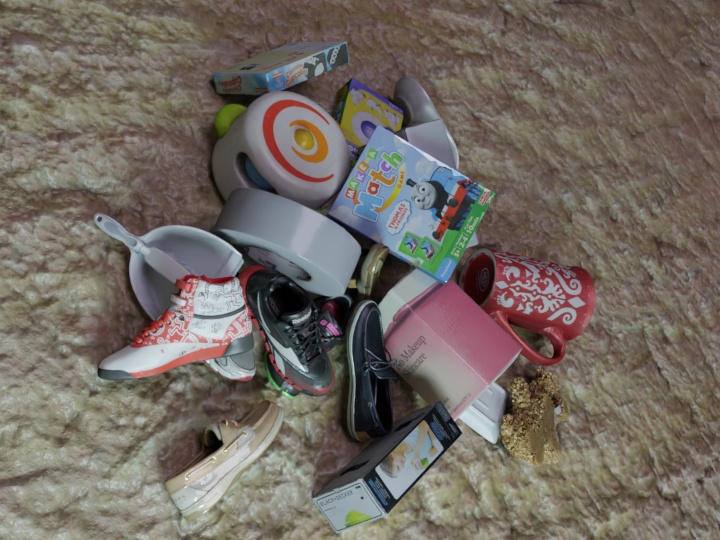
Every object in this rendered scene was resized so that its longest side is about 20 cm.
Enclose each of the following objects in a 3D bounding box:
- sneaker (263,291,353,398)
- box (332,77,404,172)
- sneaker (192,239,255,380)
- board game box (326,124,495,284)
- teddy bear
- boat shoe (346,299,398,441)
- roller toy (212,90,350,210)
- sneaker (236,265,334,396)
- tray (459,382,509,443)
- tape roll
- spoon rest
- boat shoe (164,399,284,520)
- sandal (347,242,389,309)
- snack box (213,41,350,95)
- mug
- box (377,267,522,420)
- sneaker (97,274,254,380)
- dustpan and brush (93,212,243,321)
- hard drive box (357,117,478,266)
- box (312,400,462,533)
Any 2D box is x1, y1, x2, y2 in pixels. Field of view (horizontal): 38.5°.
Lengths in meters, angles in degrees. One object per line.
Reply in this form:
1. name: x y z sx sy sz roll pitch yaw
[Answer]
1. sneaker: -0.071 0.094 1.449 0.077 0.084 0.200 40 47 -12
2. box: 0.003 -0.214 1.714 0.117 0.048 0.201 29 52 -23
3. sneaker: -0.182 0.051 1.377 0.078 0.082 0.201 -2 68 -55
4. board game box: 0.073 -0.095 1.498 0.199 0.037 0.152 29 85 -2
5. teddy bear: 0.280 0.239 1.665 0.145 0.067 0.200 54 41 -27
6. boat shoe: 0.020 0.142 1.468 0.074 0.062 0.201 14 74 -55
7. roller toy: -0.112 -0.164 1.527 0.199 0.140 0.183 13 58 -33
8. sneaker: -0.086 0.081 1.343 0.071 0.098 0.201 -38 106 -30
9. tray: 0.158 0.176 1.629 0.200 0.022 0.108 39 46 -15
10. tape roll: -0.101 -0.037 1.415 0.200 0.200 0.066 29 76 -23
11. spoon rest: 0.116 -0.246 1.800 0.060 0.099 0.201 -26 91 -23
12. boat shoe: -0.170 0.222 1.302 0.069 0.074 0.200 51 46 -10
13. sandal: 0.000 0.000 1.494 0.054 0.200 0.081 24 75 2
14. snack box: -0.122 -0.321 1.629 0.200 0.116 0.037 -33 122 -44
15. mug: 0.280 0.050 1.717 0.199 0.134 0.178 15 35 -27
16. box: 0.116 0.104 1.534 0.200 0.128 0.109 44 48 8
17. sneaker: -0.237 0.066 1.291 0.200 0.067 0.109 -12 101 -18
18. dustpan and brush: -0.270 -0.017 1.357 0.200 0.140 0.057 34 0 23
19. hard drive box: 0.087 -0.118 1.607 0.077 0.156 0.201 -19 94 -28
20. box: 0.039 0.268 1.416 0.060 0.116 0.200 56 44 -1
